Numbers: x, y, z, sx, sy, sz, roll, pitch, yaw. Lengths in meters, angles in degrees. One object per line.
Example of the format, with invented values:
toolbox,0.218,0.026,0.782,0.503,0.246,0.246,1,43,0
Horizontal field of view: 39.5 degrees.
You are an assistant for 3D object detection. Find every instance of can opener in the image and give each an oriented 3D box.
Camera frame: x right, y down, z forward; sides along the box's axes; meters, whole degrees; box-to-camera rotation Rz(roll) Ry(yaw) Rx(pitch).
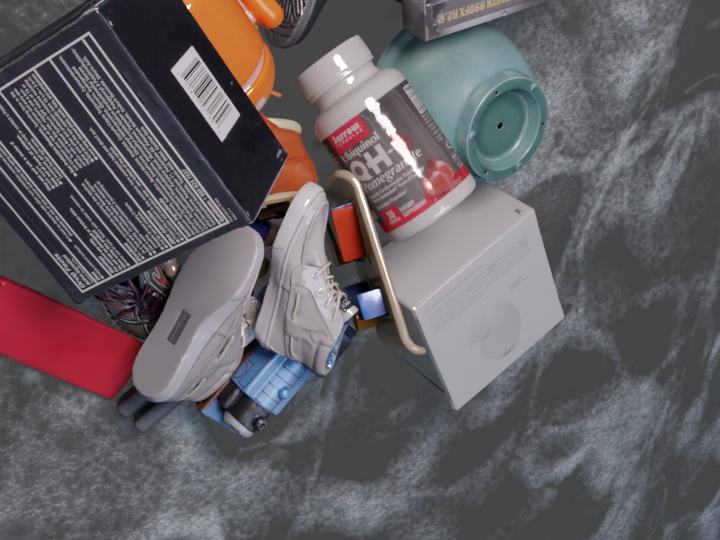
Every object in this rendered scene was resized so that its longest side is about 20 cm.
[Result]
can opener,-0.182,0.096,1.107,0.200,0.066,0.053,-43,111,0

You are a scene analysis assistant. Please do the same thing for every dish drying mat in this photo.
dish drying mat,-0.306,0.070,1.018,0.077,0.018,0.200,-49,137,6

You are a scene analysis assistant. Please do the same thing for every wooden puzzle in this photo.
wooden puzzle,0.000,0.000,1.065,0.046,0.185,0.201,-22,90,-7

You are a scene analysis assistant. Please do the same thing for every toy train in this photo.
toy train,-0.102,0.100,1.133,0.200,0.114,0.087,-49,134,-5

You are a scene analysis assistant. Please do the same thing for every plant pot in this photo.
plant pot,0.125,-0.181,1.137,0.199,0.134,0.201,-20,126,-30

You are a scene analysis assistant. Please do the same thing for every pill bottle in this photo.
pill bottle,0.022,-0.139,1.046,0.111,0.111,0.200,-38,97,-15

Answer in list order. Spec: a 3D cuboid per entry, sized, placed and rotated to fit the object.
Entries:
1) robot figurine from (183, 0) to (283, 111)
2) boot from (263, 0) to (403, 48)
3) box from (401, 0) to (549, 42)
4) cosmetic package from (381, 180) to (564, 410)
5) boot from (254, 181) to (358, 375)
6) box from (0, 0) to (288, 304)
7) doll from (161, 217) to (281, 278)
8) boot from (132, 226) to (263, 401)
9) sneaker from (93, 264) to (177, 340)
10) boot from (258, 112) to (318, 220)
robot figurine,-0.151,-0.205,0.911,0.200,0.116,0.144,52,54,-45
boot,0.009,-0.293,1.032,0.199,0.066,0.166,1,116,-44
box,0.134,-0.336,1.009,0.199,0.048,0.159,-23,133,-19
cosmetic package,0.132,0.028,1.273,0.199,0.123,0.201,-38,134,-15
boot,-0.040,0.013,1.015,0.074,0.095,0.201,-46,157,-51
box,-0.203,-0.109,0.825,0.198,0.123,0.200,-22,116,26
doll,-0.169,-0.055,1.030,0.200,0.048,0.137,33,74,-43
boot,-0.147,0.047,1.022,0.200,0.073,0.095,-54,153,9
sneaker,-0.232,0.019,1.010,0.081,0.075,0.200,-45,135,-8
boot,-0.121,-0.104,1.002,0.200,0.075,0.108,-9,90,-54
